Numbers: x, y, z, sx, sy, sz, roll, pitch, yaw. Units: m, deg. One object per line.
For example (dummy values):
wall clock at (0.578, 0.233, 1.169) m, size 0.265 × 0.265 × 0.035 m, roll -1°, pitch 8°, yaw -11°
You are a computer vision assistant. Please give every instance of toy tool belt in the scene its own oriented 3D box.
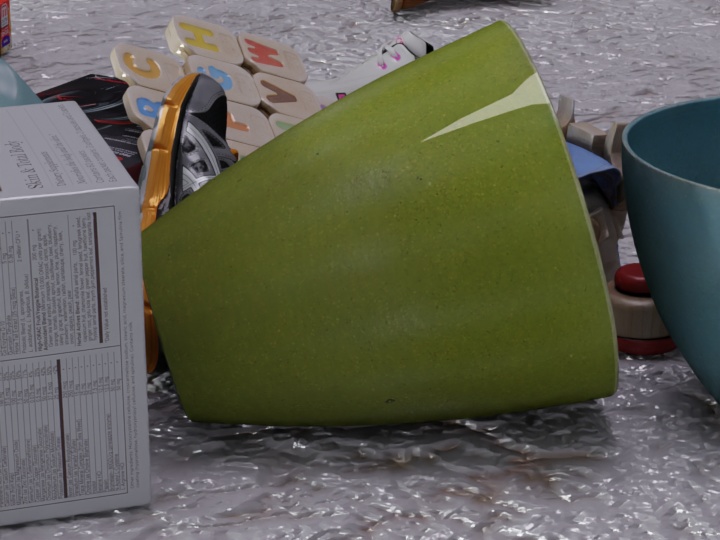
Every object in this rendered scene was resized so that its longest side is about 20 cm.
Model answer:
toy tool belt at (0.103, -0.039, 1.103) m, size 0.124 × 0.124 × 0.200 m, roll -14°, pitch 24°, yaw -34°

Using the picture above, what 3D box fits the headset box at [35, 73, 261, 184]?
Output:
headset box at (-0.165, -0.057, 1.231) m, size 0.148 × 0.076 × 0.200 m, roll 11°, pitch 22°, yaw 27°

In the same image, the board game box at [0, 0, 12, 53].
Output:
board game box at (-0.391, -0.185, 1.647) m, size 0.150 × 0.047 × 0.200 m, roll 2°, pitch 19°, yaw 8°

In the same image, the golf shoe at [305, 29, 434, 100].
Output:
golf shoe at (0.019, -0.127, 1.408) m, size 0.198 × 0.093 × 0.073 m, roll 0°, pitch 20°, yaw 6°

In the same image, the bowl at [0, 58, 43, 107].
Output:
bowl at (-0.240, -0.050, 1.064) m, size 0.199 × 0.105 × 0.201 m, roll -7°, pitch 41°, yaw 6°

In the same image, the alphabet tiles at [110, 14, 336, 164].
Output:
alphabet tiles at (-0.056, -0.083, 1.223) m, size 0.195 × 0.015 × 0.201 m, roll 12°, pitch 39°, yaw -33°

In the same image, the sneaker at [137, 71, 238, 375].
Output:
sneaker at (-0.086, -0.022, 1.073) m, size 0.077 × 0.078 × 0.201 m, roll 9°, pitch 53°, yaw -8°

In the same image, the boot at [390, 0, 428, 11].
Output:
boot at (0.110, -0.283, 1.905) m, size 0.154 × 0.077 × 0.200 m, roll 7°, pitch 13°, yaw 10°

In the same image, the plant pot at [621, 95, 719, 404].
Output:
plant pot at (0.224, 0.003, 0.961) m, size 0.199 × 0.136 × 0.200 m, roll -1°, pitch 19°, yaw 0°

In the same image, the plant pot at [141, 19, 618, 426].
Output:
plant pot at (0.000, 0.000, 0.955) m, size 0.199 × 0.188 × 0.187 m, roll -17°, pitch 20°, yaw -2°

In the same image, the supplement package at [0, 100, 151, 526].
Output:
supplement package at (-0.208, 0.021, 0.892) m, size 0.199 × 0.152 × 0.152 m, roll -7°, pitch 21°, yaw -17°
